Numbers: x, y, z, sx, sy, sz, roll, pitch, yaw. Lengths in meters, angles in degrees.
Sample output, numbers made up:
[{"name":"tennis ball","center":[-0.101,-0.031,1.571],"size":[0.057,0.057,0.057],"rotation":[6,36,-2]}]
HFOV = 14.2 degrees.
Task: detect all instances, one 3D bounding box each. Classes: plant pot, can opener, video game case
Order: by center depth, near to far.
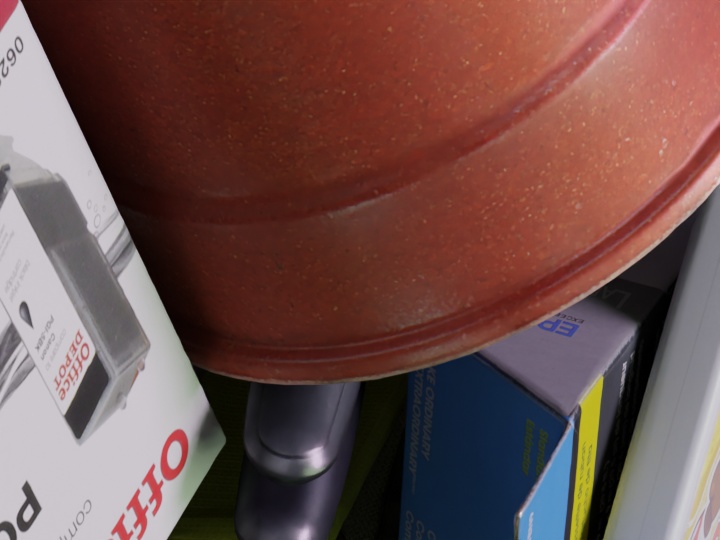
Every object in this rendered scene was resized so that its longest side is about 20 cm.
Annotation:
[{"name":"plant pot","center":[-0.019,-0.110,0.700],"size":[0.201,0.201,0.195],"rotation":[-61,138,-31]},{"name":"can opener","center":[-0.011,0.004,0.792],"size":[0.200,0.079,0.063],"rotation":[-85,173,-48]},{"name":"video game case","center":[0.127,-0.008,0.839],"size":[0.182,0.023,0.200],"rotation":[1,106,-70]}]

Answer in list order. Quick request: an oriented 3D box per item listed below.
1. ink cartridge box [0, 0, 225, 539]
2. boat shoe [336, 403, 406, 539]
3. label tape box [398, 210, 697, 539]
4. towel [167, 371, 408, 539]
[{"name":"ink cartridge box","center":[-0.122,0.021,0.650],"size":[0.147,0.083,0.200],"rotation":[-60,144,-33]},{"name":"boat shoe","center":[0.038,0.049,0.959],"size":[0.200,0.065,0.073],"rotation":[-61,145,-32]},{"name":"label tape box","center":[0.051,0.060,0.824],"size":[0.200,0.063,0.144],"rotation":[-47,148,-49]},{"name":"towel","center":[0.000,0.000,0.861],"size":[0.018,0.086,0.200],"rotation":[49,55,-31]}]
